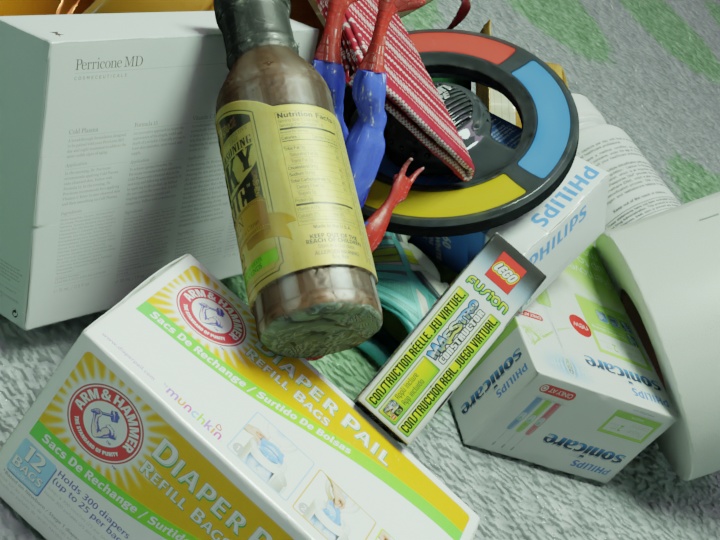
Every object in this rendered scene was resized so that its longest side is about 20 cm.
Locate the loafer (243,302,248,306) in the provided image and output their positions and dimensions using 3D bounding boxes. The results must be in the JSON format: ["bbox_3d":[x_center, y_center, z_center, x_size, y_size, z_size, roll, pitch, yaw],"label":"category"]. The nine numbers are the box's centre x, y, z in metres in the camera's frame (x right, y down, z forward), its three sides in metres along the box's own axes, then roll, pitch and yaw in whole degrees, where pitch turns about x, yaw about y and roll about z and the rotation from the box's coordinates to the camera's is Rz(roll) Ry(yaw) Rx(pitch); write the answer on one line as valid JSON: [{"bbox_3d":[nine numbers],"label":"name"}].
[{"bbox_3d":[-0.042,0.088,0.698,0.200,0.072,0.063,49,9,-2],"label":"loafer"}]

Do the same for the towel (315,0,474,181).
[{"bbox_3d":[0.003,-0.159,0.789,0.144,0.022,0.202,33,28,-53],"label":"towel"}]

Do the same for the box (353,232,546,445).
[{"bbox_3d":[0.043,0.045,0.700,0.035,0.110,0.200,40,-7,3],"label":"box"}]

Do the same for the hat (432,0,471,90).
[{"bbox_3d":[0.076,-0.191,1.075,0.164,0.176,0.201,21,35,-29],"label":"hat"}]

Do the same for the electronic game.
[{"bbox_3d":[0.051,-0.099,0.848,0.197,0.042,0.202,-3,49,3],"label":"electronic game"}]

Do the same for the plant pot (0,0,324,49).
[{"bbox_3d":[-0.117,-0.160,0.817,0.183,0.199,0.202,39,25,-36],"label":"plant pot"}]

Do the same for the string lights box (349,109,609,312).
[{"bbox_3d":[0.067,-0.065,0.885,0.199,0.059,0.103,33,57,30],"label":"string lights box"}]

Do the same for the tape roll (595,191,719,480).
[{"bbox_3d":[0.281,0.044,0.955,0.203,0.137,0.205,-18,90,-89],"label":"tape roll"}]

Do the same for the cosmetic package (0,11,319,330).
[{"bbox_3d":[-0.114,-0.064,0.689,0.051,0.153,0.199,27,26,31],"label":"cosmetic package"}]

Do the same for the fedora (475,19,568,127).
[{"bbox_3d":[0.141,-0.112,1.042,0.081,0.203,0.202,-3,32,8],"label":"fedora"}]

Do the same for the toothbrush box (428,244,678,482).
[{"bbox_3d":[0.128,0.043,0.925,0.144,0.086,0.202,20,37,-32],"label":"toothbrush box"}]

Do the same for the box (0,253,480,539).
[{"bbox_3d":[-0.059,0.108,0.587,0.200,0.113,0.101,41,29,2],"label":"box"}]

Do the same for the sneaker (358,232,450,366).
[{"bbox_3d":[0.000,0.000,0.846,0.079,0.078,0.200,-22,65,-44],"label":"sneaker"}]

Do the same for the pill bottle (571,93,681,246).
[{"bbox_3d":[0.226,-0.062,1.150,0.112,0.114,0.201,6,45,-46],"label":"pill bottle"}]

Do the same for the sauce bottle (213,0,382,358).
[{"bbox_3d":[-0.038,-0.057,0.616,0.064,0.065,0.202,12,53,-41],"label":"sauce bottle"}]

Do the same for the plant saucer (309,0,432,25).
[{"bbox_3d":[0.005,-0.233,1.040,0.030,0.198,0.201,64,24,-19],"label":"plant saucer"}]

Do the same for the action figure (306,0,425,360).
[{"bbox_3d":[-0.009,-0.049,0.665,0.065,0.203,0.051,18,9,34],"label":"action figure"}]
